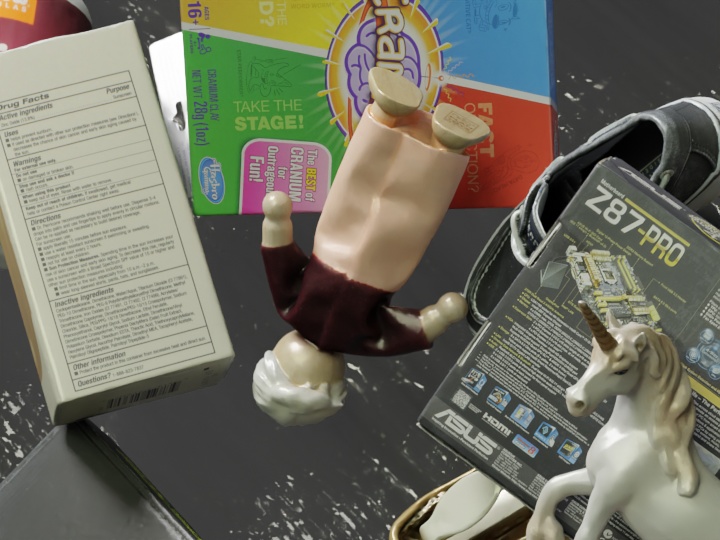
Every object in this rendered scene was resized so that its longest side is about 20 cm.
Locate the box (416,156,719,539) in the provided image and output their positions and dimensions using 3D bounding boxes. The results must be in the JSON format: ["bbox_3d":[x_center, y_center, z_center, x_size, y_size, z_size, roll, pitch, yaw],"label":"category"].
[{"bbox_3d":[0.152,0.067,1.309,0.200,0.049,0.161,36,105,9],"label":"box"}]

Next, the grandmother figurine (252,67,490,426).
[{"bbox_3d":[0.000,0.000,1.447,0.121,0.061,0.200,33,112,12],"label":"grandmother figurine"}]

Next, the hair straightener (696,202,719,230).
[{"bbox_3d":[0.200,0.019,1.363,0.041,0.077,0.200,-24,53,-14],"label":"hair straightener"}]

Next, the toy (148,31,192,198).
[{"bbox_3d":[-0.014,-0.108,1.553,0.200,0.047,0.115,-20,55,11],"label":"toy"}]

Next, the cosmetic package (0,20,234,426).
[{"bbox_3d":[-0.147,-0.026,1.500,0.105,0.071,0.200,-14,79,-12],"label":"cosmetic package"}]

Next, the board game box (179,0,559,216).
[{"bbox_3d":[0.006,-0.109,1.471,0.200,0.040,0.153,-2,100,10],"label":"board game box"}]

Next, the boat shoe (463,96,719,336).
[{"bbox_3d":[0.108,-0.021,1.390,0.200,0.068,0.072,-38,68,40],"label":"boat shoe"}]

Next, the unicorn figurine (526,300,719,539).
[{"bbox_3d":[0.136,0.111,1.264,0.137,0.200,0.074,-52,10,15],"label":"unicorn figurine"}]

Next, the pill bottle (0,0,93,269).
[{"bbox_3d":[-0.220,-0.112,1.616,0.114,0.114,0.200,-6,64,24],"label":"pill bottle"}]

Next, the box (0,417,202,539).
[{"bbox_3d":[-0.164,0.206,1.473,0.200,0.048,0.193,-45,56,-1],"label":"box"}]

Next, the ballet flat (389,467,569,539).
[{"bbox_3d":[0.103,0.105,1.379,0.200,0.063,0.069,-34,56,8],"label":"ballet flat"}]
